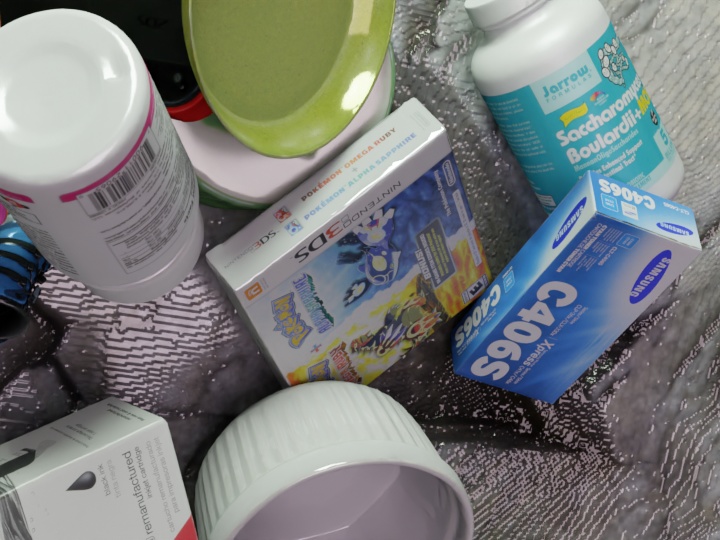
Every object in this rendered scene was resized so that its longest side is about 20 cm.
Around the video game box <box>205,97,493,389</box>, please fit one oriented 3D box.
[{"bbox_3d":[0.000,0.000,1.067,0.181,0.047,0.201,-36,145,-7],"label":"video game box"}]

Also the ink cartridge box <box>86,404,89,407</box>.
[{"bbox_3d":[-0.225,0.231,1.068,0.199,0.084,0.177,-33,109,-10],"label":"ink cartridge box"}]

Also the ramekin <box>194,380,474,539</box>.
[{"bbox_3d":[-0.028,0.174,1.082,0.198,0.105,0.202,-12,130,-14],"label":"ramekin"}]

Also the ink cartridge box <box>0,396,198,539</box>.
[{"bbox_3d":[-0.207,0.189,0.947,0.198,0.083,0.146,-23,109,-31],"label":"ink cartridge box"}]

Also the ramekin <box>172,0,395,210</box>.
[{"bbox_3d":[-0.071,-0.137,1.045,0.197,0.098,0.203,-3,101,-18],"label":"ramekin"}]

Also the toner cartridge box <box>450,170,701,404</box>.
[{"bbox_3d":[0.156,0.018,1.116,0.094,0.044,0.201,16,135,-21],"label":"toner cartridge box"}]

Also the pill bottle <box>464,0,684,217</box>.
[{"bbox_3d":[0.154,-0.128,1.116,0.110,0.111,0.201,-35,109,-9],"label":"pill bottle"}]

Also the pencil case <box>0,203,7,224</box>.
[{"bbox_3d":[-0.266,-0.120,0.944,0.087,0.089,0.202,0,66,-18],"label":"pencil case"}]

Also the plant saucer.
[{"bbox_3d":[-0.047,-0.172,0.935,0.199,0.031,0.203,-23,119,-48],"label":"plant saucer"}]

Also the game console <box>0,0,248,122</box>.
[{"bbox_3d":[-0.156,-0.197,0.974,0.031,0.198,0.179,12,91,-63],"label":"game console"}]

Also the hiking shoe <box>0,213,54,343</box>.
[{"bbox_3d":[-0.239,0.011,0.986,0.199,0.086,0.075,-32,155,-47],"label":"hiking shoe"}]

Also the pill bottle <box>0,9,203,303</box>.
[{"bbox_3d":[-0.161,-0.059,0.910,0.112,0.200,0.115,-2,67,6],"label":"pill bottle"}]
